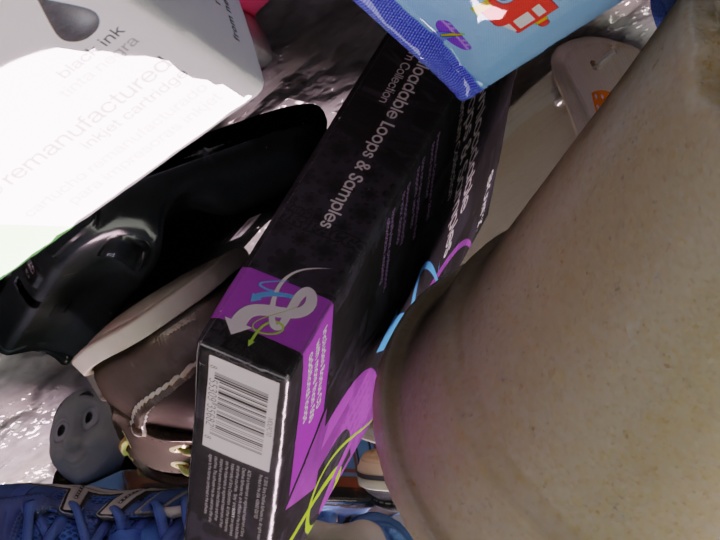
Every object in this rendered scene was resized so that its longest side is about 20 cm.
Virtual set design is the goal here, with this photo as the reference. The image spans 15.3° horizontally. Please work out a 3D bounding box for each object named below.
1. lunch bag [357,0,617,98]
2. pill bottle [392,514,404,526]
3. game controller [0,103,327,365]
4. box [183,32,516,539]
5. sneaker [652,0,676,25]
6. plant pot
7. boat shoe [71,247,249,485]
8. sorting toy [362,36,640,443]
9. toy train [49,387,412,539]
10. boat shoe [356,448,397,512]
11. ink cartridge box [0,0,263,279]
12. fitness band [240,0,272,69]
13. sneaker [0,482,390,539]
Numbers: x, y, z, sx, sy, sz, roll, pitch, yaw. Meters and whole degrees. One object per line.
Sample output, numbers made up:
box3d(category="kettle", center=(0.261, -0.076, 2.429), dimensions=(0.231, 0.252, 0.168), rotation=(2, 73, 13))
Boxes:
box3d(category="lunch bag", center=(0.026, -0.152, 0.707), dimensions=(0.150, 0.094, 0.200), rotation=(-32, 147, 19))
box3d(category="pill bottle", center=(0.034, 0.135, 1.276), dimensions=(0.114, 0.115, 0.200), rotation=(1, 147, -42))
box3d(category="game controller", center=(-0.074, -0.012, 0.924), dimensions=(0.104, 0.042, 0.200), rotation=(-30, 177, -19))
box3d(category="box", center=(0.000, 0.000, 0.891), dimensions=(0.143, 0.036, 0.200), rotation=(98, 17, -52))
box3d(category="sneaker", center=(0.174, -0.053, 0.919), dimensions=(0.077, 0.200, 0.085), rotation=(-55, 142, -4))
box3d(category="plant pot", center=(0.125, 0.006, 0.822), dimensions=(0.200, 0.201, 0.184), rotation=(-8, 141, -31))
box3d(category="boat shoe", center=(-0.059, 0.040, 0.942), dimensions=(0.072, 0.060, 0.200), rotation=(-30, 176, -11))
box3d(category="sorting toy", center=(0.087, -0.006, 1.089), dimensions=(0.200, 0.107, 0.180), rotation=(-42, 169, 36))
box3d(category="toy train", center=(-0.054, 0.098, 1.121), dimensions=(0.087, 0.115, 0.200), rotation=(-27, 158, 38))
box3d(category="boat shoe", center=(0.084, 0.115, 1.136), dimensions=(0.200, 0.062, 0.075), rotation=(18, 174, -33))
box3d(category="ink cartridge box", center=(-0.145, -0.076, 0.678), dimensions=(0.146, 0.084, 0.200), rotation=(-34, 143, 20))
box3d(category="fitness band", center=(-0.103, -0.075, 0.818), dimensions=(0.200, 0.038, 0.144), rotation=(-30, 155, 11))
box3d(category="sneaker", center=(-0.080, 0.104, 0.981), dimensions=(0.199, 0.076, 0.077), rotation=(8, 141, -23))
